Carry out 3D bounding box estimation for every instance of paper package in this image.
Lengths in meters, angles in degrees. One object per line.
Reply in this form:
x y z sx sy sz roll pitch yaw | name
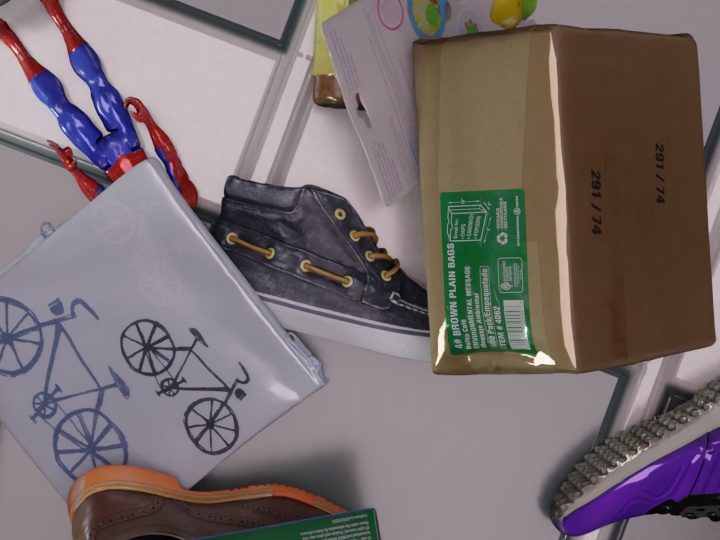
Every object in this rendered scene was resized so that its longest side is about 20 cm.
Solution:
0.124 -0.043 1.118 0.103 0.190 0.201 -3 92 37 | paper package

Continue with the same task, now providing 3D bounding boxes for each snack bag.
-0.147 0.050 1.171 0.200 0.021 0.189 -38 90 17 | snack bag

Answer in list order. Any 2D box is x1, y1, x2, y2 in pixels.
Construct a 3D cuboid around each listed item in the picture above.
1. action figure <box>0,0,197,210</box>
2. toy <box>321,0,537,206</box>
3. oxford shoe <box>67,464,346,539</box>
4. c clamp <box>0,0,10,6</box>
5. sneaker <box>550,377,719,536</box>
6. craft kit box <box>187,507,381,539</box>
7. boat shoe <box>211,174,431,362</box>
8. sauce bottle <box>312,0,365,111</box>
-0.161 -0.084 1.184 0.065 0.052 0.200 -35 94 -5 | action figure
0.039 -0.132 1.141 0.200 0.047 0.115 -38 115 -41 | toy
-0.083 0.177 1.156 0.199 0.073 0.071 9 122 -17 | oxford shoe
-0.233 -0.267 1.156 0.171 0.027 0.201 19 100 42 | c clamp
0.222 0.134 1.188 0.200 0.070 0.100 -30 94 -1 | sneaker
-0.080 0.213 1.119 0.199 0.198 0.049 -10 63 -2 | craft kit box
0.000 0.000 1.176 0.200 0.071 0.091 12 94 0 | boat shoe
0.005 -0.202 1.178 0.066 0.066 0.201 2 92 -2 | sauce bottle
